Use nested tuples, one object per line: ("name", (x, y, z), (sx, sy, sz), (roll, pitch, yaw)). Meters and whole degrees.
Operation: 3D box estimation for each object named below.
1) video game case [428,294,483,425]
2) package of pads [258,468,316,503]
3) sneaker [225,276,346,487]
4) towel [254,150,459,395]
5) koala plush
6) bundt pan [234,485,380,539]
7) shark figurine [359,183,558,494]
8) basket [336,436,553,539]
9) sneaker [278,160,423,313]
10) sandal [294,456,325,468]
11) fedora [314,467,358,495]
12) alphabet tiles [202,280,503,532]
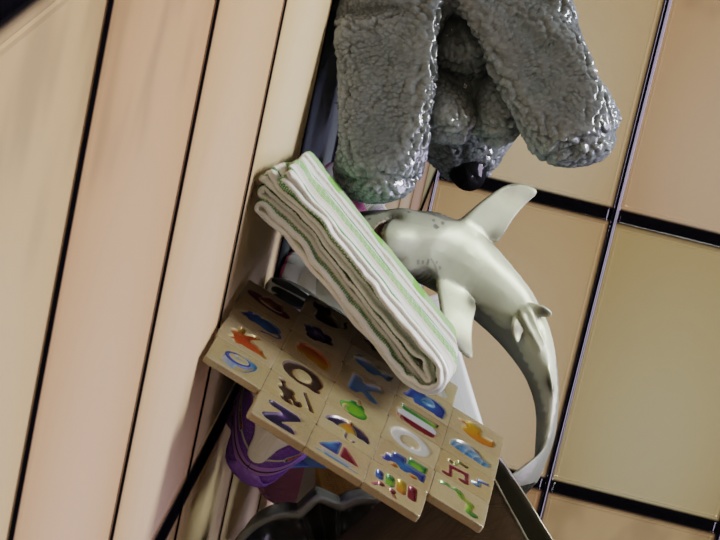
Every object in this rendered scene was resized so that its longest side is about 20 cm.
("video game case", (0.066, 0.134, 1.829), (0.182, 0.023, 0.201), (102, -28, -73))
("package of pads", (-0.015, 0.070, 1.918), (0.121, 0.075, 0.201), (25, 79, -88))
("sneaker", (-0.046, 0.066, 1.594), (0.084, 0.080, 0.200), (-55, -179, 19))
("towel", (0.000, 0.001, 1.526), (0.031, 0.149, 0.200), (-38, -178, 5))
("koala plush", (0.063, -0.124, 1.712), (0.200, 0.176, 0.185), (72, 9, -78))
("bundt pan", (-0.012, 0.217, 1.641), (0.076, 0.201, 0.203), (-107, -151, -74))
("shark figurine", (0.076, 0.036, 1.709), (0.128, 0.215, 0.089), (-36, -172, -23))
("basket", (0.025, 0.214, 1.536), (0.199, 0.181, 0.136), (-32, -179, 6))
("sneaker", (0.000, 0.000, 1.773), (0.200, 0.088, 0.082), (-72, 174, -53))
("sandal", (0.000, 0.104, 1.678), (0.080, 0.087, 0.200), (-47, -162, -25))
("fedora", (0.019, 0.160, 1.803), (0.201, 0.081, 0.202), (165, -90, -85))
("alphabet tiles", (-0.001, 0.069, 1.442), (0.006, 0.166, 0.200), (-58, -178, 18))
